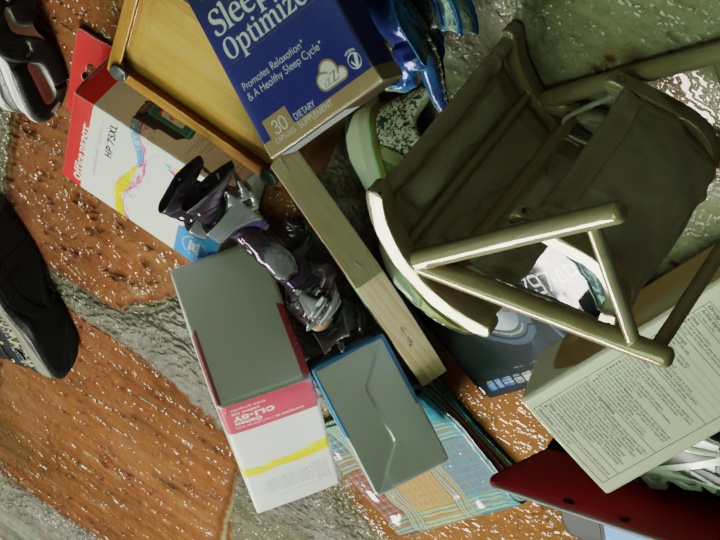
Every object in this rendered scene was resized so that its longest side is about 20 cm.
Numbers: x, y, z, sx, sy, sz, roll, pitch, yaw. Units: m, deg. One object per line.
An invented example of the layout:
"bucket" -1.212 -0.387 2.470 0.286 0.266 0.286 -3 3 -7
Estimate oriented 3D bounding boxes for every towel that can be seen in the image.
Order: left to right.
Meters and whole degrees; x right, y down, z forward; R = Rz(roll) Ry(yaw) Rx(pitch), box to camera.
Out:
"towel" 0.050 0.173 1.854 0.147 0.022 0.200 48 144 -11

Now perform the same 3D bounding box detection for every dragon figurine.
"dragon figurine" 0.041 -0.172 1.436 0.200 0.059 0.099 57 155 -1

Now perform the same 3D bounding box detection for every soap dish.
"soap dish" -0.097 -0.165 1.566 0.200 0.081 0.157 34 144 5

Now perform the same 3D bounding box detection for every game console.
"game console" 0.223 0.216 1.662 0.200 0.119 0.173 16 138 30

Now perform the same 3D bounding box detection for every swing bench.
"swing bench" 0.144 -0.057 1.366 0.200 0.199 0.130 7 134 38

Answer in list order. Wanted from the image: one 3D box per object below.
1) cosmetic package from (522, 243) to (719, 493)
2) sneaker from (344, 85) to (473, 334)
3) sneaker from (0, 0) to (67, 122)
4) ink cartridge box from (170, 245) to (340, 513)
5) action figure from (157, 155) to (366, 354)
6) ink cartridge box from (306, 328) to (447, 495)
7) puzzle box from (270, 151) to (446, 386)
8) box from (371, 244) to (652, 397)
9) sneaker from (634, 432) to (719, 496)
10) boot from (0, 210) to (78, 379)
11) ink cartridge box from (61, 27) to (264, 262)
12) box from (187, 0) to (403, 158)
"cosmetic package" 0.226 0.065 1.480 0.200 0.071 0.105 -33 106 32
"sneaker" 0.058 -0.050 1.515 0.089 0.077 0.200 -33 74 38
"sneaker" -0.329 -0.212 1.728 0.115 0.076 0.201 15 140 28
"ink cartridge box" -0.087 0.094 1.747 0.200 0.083 0.145 77 171 -57
"action figure" -0.062 -0.009 1.622 0.200 0.069 0.130 40 -178 -30
"ink cartridge box" 0.010 0.113 1.718 0.116 0.068 0.200 63 177 -2
"puzzle box" 0.000 0.000 1.596 0.133 0.025 0.200 55 179 30
"box" 0.124 0.012 1.592 0.200 0.044 0.160 -18 116 50
"sneaker" 0.267 0.121 1.557 0.200 0.074 0.089 -5 127 44
"boot" -0.378 0.022 2.023 0.153 0.074 0.204 6 136 32
"ink cartridge box" -0.179 -0.101 1.721 0.200 0.067 0.116 33 144 10
"box" -0.063 -0.193 1.446 0.121 0.032 0.200 -32 82 39
